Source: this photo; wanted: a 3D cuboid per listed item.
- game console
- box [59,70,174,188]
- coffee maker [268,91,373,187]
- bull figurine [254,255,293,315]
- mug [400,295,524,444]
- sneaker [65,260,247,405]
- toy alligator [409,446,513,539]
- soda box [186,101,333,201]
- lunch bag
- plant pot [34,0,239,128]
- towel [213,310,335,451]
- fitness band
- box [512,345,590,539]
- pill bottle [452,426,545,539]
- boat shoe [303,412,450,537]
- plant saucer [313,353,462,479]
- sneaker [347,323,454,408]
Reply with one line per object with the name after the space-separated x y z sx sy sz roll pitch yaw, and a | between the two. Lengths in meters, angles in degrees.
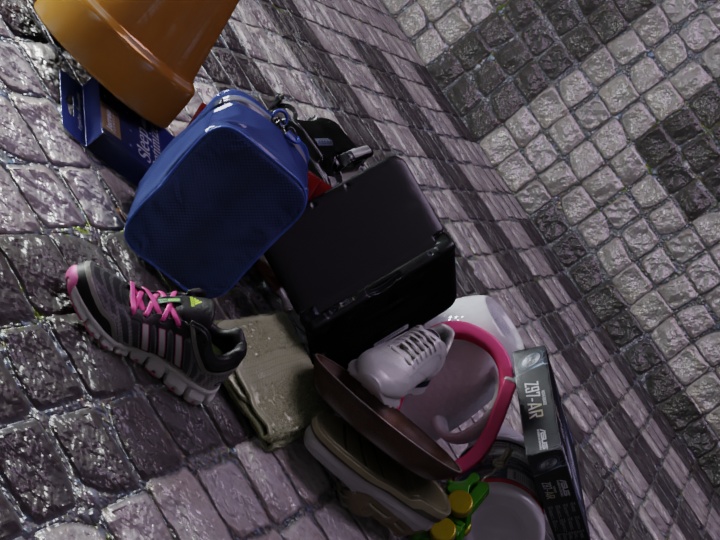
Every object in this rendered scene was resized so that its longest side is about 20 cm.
0.000 0.000 1.461 0.117 0.199 0.177 50 -19 33 | game console
-0.252 -0.141 1.415 0.200 0.032 0.122 40 22 -37 | box
-0.094 -0.148 1.737 0.191 0.136 0.200 32 13 11 | coffee maker
-0.087 -0.002 1.537 0.199 0.065 0.122 21 40 -58 | bull figurine
0.126 0.136 1.646 0.147 0.175 0.201 39 22 -38 | mug
-0.178 0.043 1.154 0.200 0.087 0.074 42 20 -34 | sneaker
0.106 0.267 1.445 0.054 0.200 0.060 24 -36 20 | toy alligator
-0.124 -0.120 1.520 0.199 0.070 0.063 35 2 24 | soda box
-0.142 -0.090 1.320 0.136 0.200 0.133 41 17 -20 | lunch bag
-0.232 -0.296 1.434 0.200 0.183 0.200 44 6 -6 | plant pot
-0.092 0.111 1.346 0.149 0.036 0.200 58 17 9 | towel
0.107 0.158 1.546 0.142 0.202 0.037 23 -19 8 | fitness band
0.232 0.216 1.546 0.161 0.043 0.201 -91 164 -47 | box
0.171 0.279 1.589 0.120 0.119 0.200 51 17 -9 | pill bottle
0.007 0.224 1.336 0.200 0.068 0.075 39 22 -27 | boat shoe
0.022 0.162 1.354 0.199 0.032 0.200 37 1 -1 | plant saucer
0.050 0.099 1.444 0.076 0.081 0.200 46 17 10 | sneaker
